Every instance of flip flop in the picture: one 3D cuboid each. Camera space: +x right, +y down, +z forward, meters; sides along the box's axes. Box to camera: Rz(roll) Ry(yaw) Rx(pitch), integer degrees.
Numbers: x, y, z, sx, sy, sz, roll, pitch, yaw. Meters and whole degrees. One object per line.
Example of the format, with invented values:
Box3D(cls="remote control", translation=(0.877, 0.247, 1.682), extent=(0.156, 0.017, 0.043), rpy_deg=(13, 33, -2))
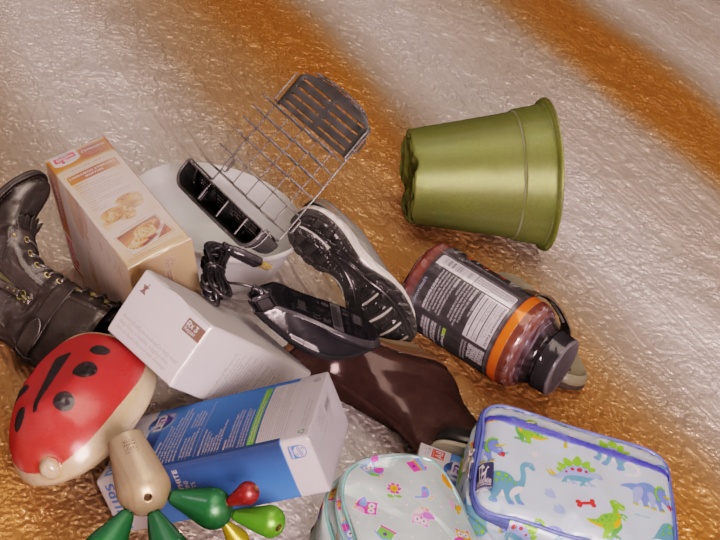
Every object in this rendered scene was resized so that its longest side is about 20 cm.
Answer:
Box3D(cls="flip flop", translation=(0.215, 0.062, 1.626), extent=(0.080, 0.058, 0.201), rpy_deg=(3, 34, -23))

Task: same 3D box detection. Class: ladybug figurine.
Box3D(cls="ladybug figurine", translation=(-0.256, 0.117, 1.232), extent=(0.135, 0.072, 0.200), rpy_deg=(-22, 22, 12))

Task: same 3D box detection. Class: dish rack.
Box3D(cls="dish rack", translation=(-0.089, -0.126, 1.485), extent=(0.153, 0.200, 0.055), rpy_deg=(41, 1, 35))

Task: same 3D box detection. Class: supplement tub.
Box3D(cls="supplement tub", translation=(0.146, 0.060, 1.550), extent=(0.199, 0.108, 0.107), rpy_deg=(32, 34, 22))

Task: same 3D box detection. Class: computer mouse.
Box3D(cls="computer mouse", translation=(-0.081, 0.036, 1.394), extent=(0.198, 0.046, 0.141), rpy_deg=(20, 19, -19))

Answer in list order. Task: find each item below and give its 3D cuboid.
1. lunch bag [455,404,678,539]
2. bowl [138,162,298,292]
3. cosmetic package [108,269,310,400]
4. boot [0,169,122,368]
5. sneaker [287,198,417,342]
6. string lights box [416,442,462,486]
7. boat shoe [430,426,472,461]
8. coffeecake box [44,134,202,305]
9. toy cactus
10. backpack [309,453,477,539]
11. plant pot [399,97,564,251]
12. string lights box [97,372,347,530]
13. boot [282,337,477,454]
Box3D(cls="lunch bag", translation=(0.184, 0.209, 1.239), extent=(0.198, 0.083, 0.161), rpy_deg=(19, 35, 0))
Box3D(cls="bowl", translation=(-0.169, -0.033, 1.549), extent=(0.199, 0.091, 0.202), rpy_deg=(13, 30, -8))
Box3D(cls="cosmetic package", translation=(-0.141, 0.078, 1.312), extent=(0.101, 0.074, 0.200), rpy_deg=(37, 3, 31))
Box3D(cls="boot", translation=(-0.313, 0.011, 1.377), extent=(0.173, 0.069, 0.201), rpy_deg=(23, 71, 14))
Box3D(cls="sneaker", translation=(0.000, 0.000, 1.528), extent=(0.201, 0.074, 0.079), rpy_deg=(53, 21, -14))
Box3D(cls="string lights box", translation=(0.134, 0.246, 1.291), extent=(0.198, 0.059, 0.103), rpy_deg=(19, 34, 2))
Box3D(cls="boat shoe", translation=(0.162, 0.198, 1.360), extent=(0.199, 0.074, 0.064), rpy_deg=(21, 52, -7))
Box3D(cls="coffeecake box", translation=(-0.240, -0.018, 1.414), extent=(0.073, 0.155, 0.200), rpy_deg=(-27, 49, -21))
Box3D(cls="toy cactus", translation=(-0.166, 0.206, 1.095), extent=(0.198, 0.102, 0.166), rpy_deg=(-25, 68, -6))
Box3D(cls="backpack", translation=(0.036, 0.257, 1.148), extent=(0.165, 0.127, 0.201), rpy_deg=(5, 42, -28))
Box3D(cls="plant pot", translation=(0.151, -0.123, 1.793), extent=(0.188, 0.202, 0.201), rpy_deg=(-2, 34, -7))
Box3D(cls="string lights box", translation=(-0.119, 0.159, 1.198), extent=(0.198, 0.059, 0.103), rpy_deg=(-14, 24, 17))
Box3D(cls="boot", translation=(0.024, 0.129, 1.407), extent=(0.198, 0.073, 0.167), rpy_deg=(1, 33, -32))
